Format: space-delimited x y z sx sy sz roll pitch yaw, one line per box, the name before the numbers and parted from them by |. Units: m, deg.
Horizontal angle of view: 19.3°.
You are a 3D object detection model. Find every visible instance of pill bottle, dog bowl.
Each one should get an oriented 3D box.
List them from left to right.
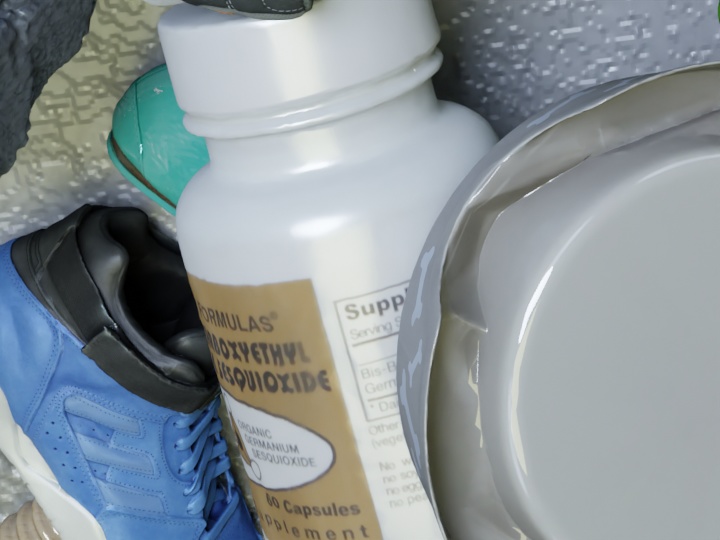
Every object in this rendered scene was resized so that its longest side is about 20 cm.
pill bottle | 0.000 0.000 0.716 0.114 0.114 0.201 -12 108 9
dog bowl | 0.102 0.029 0.667 0.199 0.059 0.201 -5 104 -20

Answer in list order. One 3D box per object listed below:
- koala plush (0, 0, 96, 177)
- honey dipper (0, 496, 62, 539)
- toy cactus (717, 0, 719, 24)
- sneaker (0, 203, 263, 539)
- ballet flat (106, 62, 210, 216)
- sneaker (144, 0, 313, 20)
koala plush | -0.193 -0.107 0.617 0.199 0.184 0.178 23 110 14
honey dipper | -0.177 0.150 0.918 0.200 0.038 0.038 -39 110 25
toy cactus | 0.156 -0.099 0.679 0.102 0.165 0.200 -39 89 -5
sneaker | -0.071 0.062 0.837 0.111 0.077 0.200 -29 107 27
ballet flat | -0.004 -0.010 0.798 0.200 0.067 0.070 41 123 -16
sneaker | 0.007 -0.142 0.673 0.079 0.200 0.074 24 146 28
